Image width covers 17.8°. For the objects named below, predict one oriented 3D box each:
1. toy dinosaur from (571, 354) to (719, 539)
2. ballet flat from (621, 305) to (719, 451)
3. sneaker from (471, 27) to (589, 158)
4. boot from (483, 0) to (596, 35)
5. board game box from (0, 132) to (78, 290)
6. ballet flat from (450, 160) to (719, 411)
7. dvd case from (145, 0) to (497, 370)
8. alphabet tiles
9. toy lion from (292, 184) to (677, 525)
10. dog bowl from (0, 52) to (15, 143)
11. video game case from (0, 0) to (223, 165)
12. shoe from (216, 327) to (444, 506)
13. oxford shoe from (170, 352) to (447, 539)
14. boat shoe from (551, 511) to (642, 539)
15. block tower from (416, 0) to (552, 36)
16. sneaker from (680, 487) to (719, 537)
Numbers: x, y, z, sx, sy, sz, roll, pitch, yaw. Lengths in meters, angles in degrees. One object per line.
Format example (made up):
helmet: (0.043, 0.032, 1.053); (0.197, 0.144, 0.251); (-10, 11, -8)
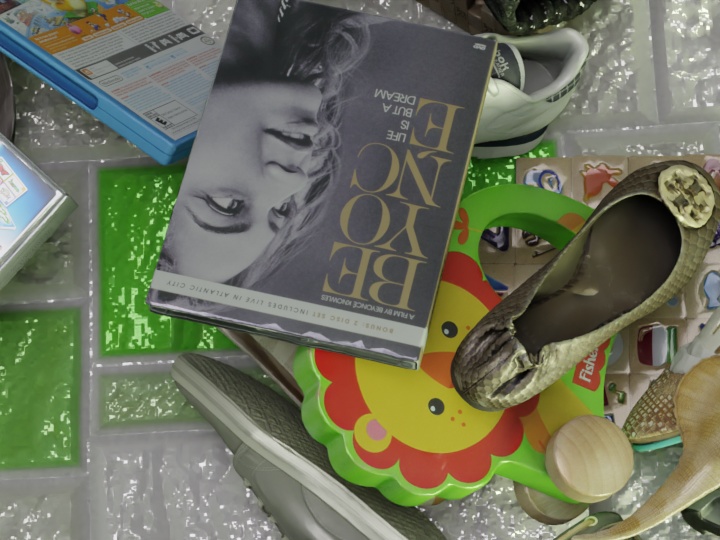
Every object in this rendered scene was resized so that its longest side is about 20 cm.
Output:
toy dinosaur: (0.206, 0.093, 1.229); (0.101, 0.058, 0.200); (33, 78, 22)
ballet flat: (0.233, 0.041, 1.286); (0.199, 0.071, 0.066); (-19, 101, -9)
sneaker: (0.037, -0.098, 1.308); (0.199, 0.081, 0.077); (-18, 76, -30)
boot: (0.038, -0.189, 1.313); (0.211, 0.079, 0.158); (-32, 73, -7)
board game box: (-0.276, -0.058, 1.319); (0.200, 0.035, 0.126); (42, 86, 11)
ballet flat: (0.127, 0.004, 1.234); (0.200, 0.046, 0.067); (-37, 82, -24)
dvd case: (-0.018, -0.053, 1.243); (0.148, 0.016, 0.201); (12, 66, 6)
alphabet tiles: (0.157, 0.012, 1.343); (0.199, 0.006, 0.167); (-1, 74, 5)
toy lion: (0.063, 0.039, 1.259); (0.191, 0.069, 0.201); (23, 65, -11)
dog bowl: (-0.298, -0.090, 1.375); (0.199, 0.059, 0.201); (-1, 79, 6)
video game case: (-0.154, -0.138, 1.352); (0.200, 0.143, 0.018); (35, 119, 13)
shoe: (-0.023, 0.065, 1.309); (0.053, 0.070, 0.200); (-33, 64, -18)
oxford shoe: (-0.038, 0.120, 1.299); (0.200, 0.075, 0.058); (40, 108, 15)
boat shoe: (0.076, 0.209, 1.263); (0.201, 0.072, 0.060); (-37, 47, 4)
block tower: (0.029, -0.204, 1.389); (0.200, 0.058, 0.054); (32, 78, 14)
sneaker: (0.284, 0.139, 1.260); (0.200, 0.074, 0.089); (26, 74, 15)
